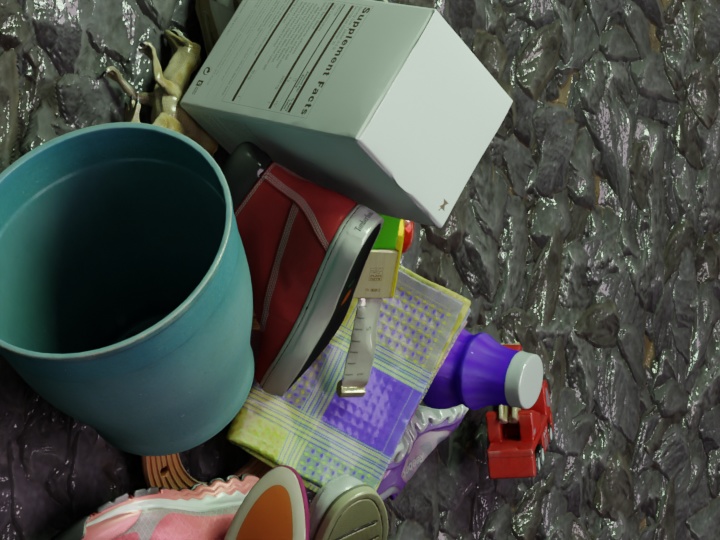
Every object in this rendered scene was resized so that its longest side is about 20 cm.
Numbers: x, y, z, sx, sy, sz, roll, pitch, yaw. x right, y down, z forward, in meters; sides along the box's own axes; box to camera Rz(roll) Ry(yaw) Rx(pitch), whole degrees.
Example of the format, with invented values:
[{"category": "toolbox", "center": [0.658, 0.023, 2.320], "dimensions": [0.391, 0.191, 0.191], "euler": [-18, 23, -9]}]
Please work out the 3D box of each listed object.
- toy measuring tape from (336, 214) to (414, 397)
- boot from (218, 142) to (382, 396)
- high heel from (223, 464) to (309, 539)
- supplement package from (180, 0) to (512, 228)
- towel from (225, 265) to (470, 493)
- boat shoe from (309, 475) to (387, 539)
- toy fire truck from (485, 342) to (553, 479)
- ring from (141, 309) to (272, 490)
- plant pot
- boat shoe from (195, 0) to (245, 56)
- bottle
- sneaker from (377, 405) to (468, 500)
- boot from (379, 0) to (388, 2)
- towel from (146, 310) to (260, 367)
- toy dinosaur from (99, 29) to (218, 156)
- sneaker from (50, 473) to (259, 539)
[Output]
[{"category": "toy measuring tape", "center": [0.000, 0.000, 1.647], "dimensions": [0.074, 0.073, 0.200], "euler": [-23, 129, -51]}, {"category": "boot", "center": [-0.077, -0.004, 1.575], "dimensions": [0.072, 0.144, 0.200], "euler": [-51, 168, -47]}, {"category": "high heel", "center": [-0.069, 0.243, 1.585], "dimensions": [0.096, 0.067, 0.200], "euler": [-2, 108, -73]}, {"category": "supplement package", "center": [-0.011, -0.126, 1.556], "dimensions": [0.121, 0.200, 0.120], "euler": [45, 69, -43]}, {"category": "towel", "center": [-0.009, 0.080, 1.680], "dimensions": [0.143, 0.023, 0.200], "euler": [32, 81, -18]}, {"category": "boat shoe", "center": [-0.027, 0.221, 1.645], "dimensions": [0.075, 0.068, 0.200], "euler": [-23, 145, -24]}, {"category": "toy fire truck", "center": [0.144, 0.122, 1.971], "dimensions": [0.200, 0.049, 0.141], "euler": [-48, 133, -71]}, {"category": "ring", "center": [-0.108, 0.107, 1.661], "dimensions": [0.200, 0.019, 0.201], "euler": [-30, 131, -43]}, {"category": "plant pot", "center": [-0.163, 0.029, 1.484], "dimensions": [0.200, 0.200, 0.188], "euler": [-65, 154, -28]}, {"category": "boat shoe", "center": [-0.079, -0.150, 1.679], "dimensions": [0.075, 0.068, 0.200], "euler": [-37, 123, -44]}, {"category": "bottle", "center": [0.057, 0.077, 1.765], "dimensions": [0.065, 0.200, 0.084], "euler": [-61, 145, -31]}, {"category": "sneaker", "center": [0.028, 0.158, 1.848], "dimensions": [0.200, 0.080, 0.089], "euler": [-27, 132, -58]}, {"category": "boot", "center": [-0.021, -0.154, 1.770], "dimensions": [0.072, 0.144, 0.200], "euler": [3, 53, -21]}, {"category": "towel", "center": [-0.111, 0.036, 1.685], "dimensions": [0.200, 0.030, 0.147], "euler": [4, 91, -54]}, {"category": "toy dinosaur", "center": [-0.148, -0.101, 1.578], "dimensions": [0.101, 0.058, 0.201], "euler": [12, 72, -41]}, {"category": "sneaker", "center": [-0.142, 0.211, 1.567], "dimensions": [0.200, 0.074, 0.087], "euler": [-6, 70, -41]}]
